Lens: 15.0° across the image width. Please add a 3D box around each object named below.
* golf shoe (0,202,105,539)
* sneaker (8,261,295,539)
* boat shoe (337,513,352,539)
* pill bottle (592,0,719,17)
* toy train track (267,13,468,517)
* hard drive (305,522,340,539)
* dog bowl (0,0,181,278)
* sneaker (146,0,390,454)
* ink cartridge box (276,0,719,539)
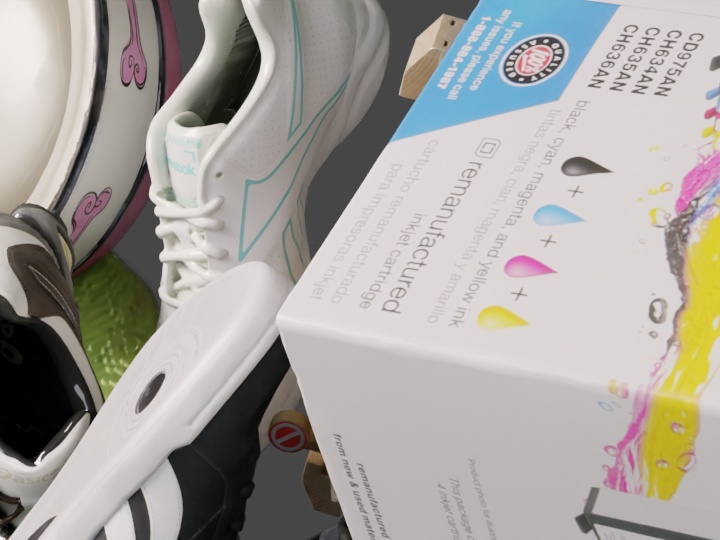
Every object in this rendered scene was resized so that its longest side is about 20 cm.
[{"bbox_3d":[-0.123,0.078,1.012,0.078,0.094,0.200,-15,110,-1],"label":"golf shoe"},{"bbox_3d":[-0.052,0.096,0.945,0.200,0.112,0.073,-51,17,20],"label":"sneaker"},{"bbox_3d":[0.017,0.101,0.921,0.074,0.063,0.202,0,61,48],"label":"boat shoe"},{"bbox_3d":[0.139,-0.048,0.871,0.200,0.104,0.104,9,90,36],"label":"pill bottle"},{"bbox_3d":[0.000,0.000,0.939,0.033,0.115,0.200,16,126,2],"label":"toy train track"},{"bbox_3d":[-0.010,0.199,0.987,0.135,0.042,0.200,-31,68,29],"label":"hard drive"},{"bbox_3d":[-0.158,-0.075,1.105,0.200,0.074,0.200,-5,81,36],"label":"dog bowl"},{"bbox_3d":[-0.052,-0.022,1.021,0.070,0.080,0.200,15,95,34],"label":"sneaker"},{"bbox_3d":[0.109,0.029,0.765,0.200,0.145,0.147,10,49,28],"label":"ink cartridge box"}]
